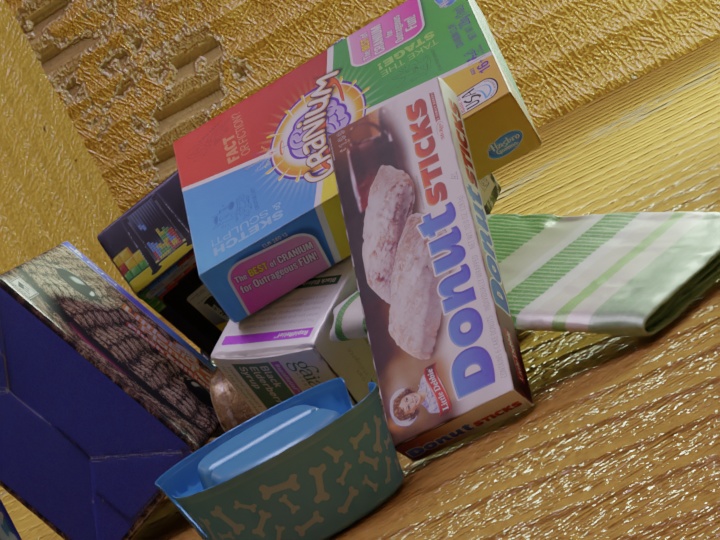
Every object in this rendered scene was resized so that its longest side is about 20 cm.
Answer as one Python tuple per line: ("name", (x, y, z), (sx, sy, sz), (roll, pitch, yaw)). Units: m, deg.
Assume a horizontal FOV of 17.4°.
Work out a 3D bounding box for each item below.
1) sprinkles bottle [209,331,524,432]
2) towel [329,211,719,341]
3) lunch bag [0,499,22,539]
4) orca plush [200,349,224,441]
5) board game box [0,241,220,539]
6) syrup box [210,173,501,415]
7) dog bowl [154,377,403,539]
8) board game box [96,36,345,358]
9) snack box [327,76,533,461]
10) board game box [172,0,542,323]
("sprinkles bottle", (0.007, 0.047, 1.424), (0.200, 0.068, 0.068), (-28, 4, 15))
("towel", (0.098, 0.004, 1.246), (0.199, 0.023, 0.152), (0, 22, 36))
("lunch bag", (-0.240, 0.122, 1.228), (0.082, 0.200, 0.161), (-28, 3, -1))
("orca plush", (-0.089, 0.069, 1.792), (0.105, 0.071, 0.200), (-26, 5, 33))
("board game box", (-0.173, 0.078, 1.458), (0.097, 0.159, 0.200), (-50, 1, 8))
("syrup box", (0.000, 0.000, 1.350), (0.081, 0.079, 0.200), (-6, 43, 39))
("dog bowl", (-0.038, 0.102, 1.166), (0.111, 0.050, 0.200), (-29, 3, -10))
("board game box", (-0.049, -0.037, 1.501), (0.200, 0.057, 0.165), (-38, -26, 1))
("snack box", (0.033, -0.003, 1.197), (0.072, 0.201, 0.024), (-27, -38, 20))
("board game box", (-0.007, -0.072, 1.335), (0.200, 0.040, 0.153), (-31, 33, 8))
